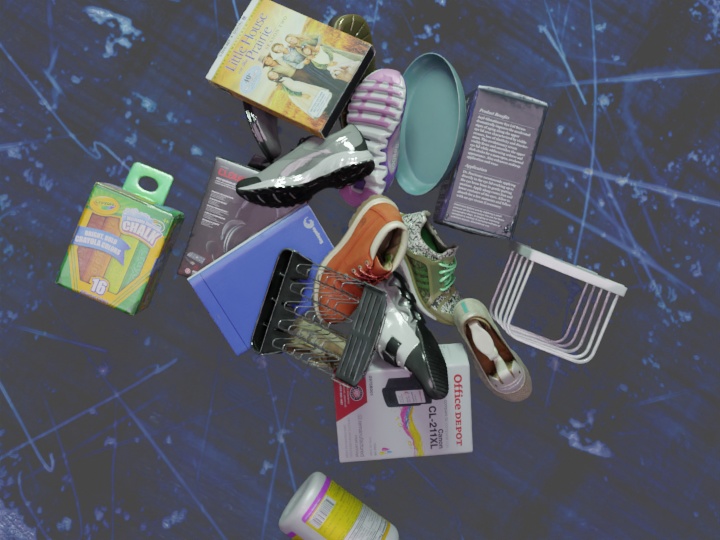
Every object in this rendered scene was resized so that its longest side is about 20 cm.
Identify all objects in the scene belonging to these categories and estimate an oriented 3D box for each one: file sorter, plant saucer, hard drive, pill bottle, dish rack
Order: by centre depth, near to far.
[{"bbox_3d":[-0.053,0.067,1.478,0.054,0.200,0.154,13,96,-45],"label":"dish rack"},{"bbox_3d":[0.097,-0.206,1.552,0.027,0.200,0.201,4,94,-27],"label":"plant saucer"},{"bbox_3d":[-0.127,0.013,1.556,0.200,0.025,0.132,-33,106,-8],"label":"hard drive"},{"bbox_3d":[0.271,0.045,1.558,0.138,0.200,0.125,21,95,-2],"label":"file sorter"},{"bbox_3d":[-0.015,0.396,1.620,0.200,0.104,0.104,37,92,-3],"label":"pill bottle"}]

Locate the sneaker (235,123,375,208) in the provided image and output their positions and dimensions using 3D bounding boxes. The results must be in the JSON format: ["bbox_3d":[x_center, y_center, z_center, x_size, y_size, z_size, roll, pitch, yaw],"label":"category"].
[{"bbox_3d":[-0.081,-0.144,1.530,0.199,0.074,0.080,-18,70,8],"label":"sneaker"}]

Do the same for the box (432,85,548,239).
[{"bbox_3d":[0.183,-0.152,1.570,0.104,0.148,0.201,14,92,-3],"label":"box"}]

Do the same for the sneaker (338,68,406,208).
[{"bbox_3d":[0.026,-0.190,1.568,0.080,0.088,0.201,20,108,22],"label":"sneaker"}]

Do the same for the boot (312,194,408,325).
[{"bbox_3d":[0.000,0.000,1.517,0.075,0.107,0.201,21,106,-27],"label":"boot"}]

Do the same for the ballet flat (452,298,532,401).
[{"bbox_3d":[0.193,0.130,1.601,0.067,0.062,0.200,-33,113,8],"label":"ballet flat"}]

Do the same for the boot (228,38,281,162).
[{"bbox_3d":[-0.107,-0.266,1.580,0.131,0.070,0.201,-15,81,0],"label":"boot"}]

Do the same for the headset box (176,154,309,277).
[{"bbox_3d":[-0.164,-0.067,1.603,0.148,0.077,0.201,20,94,-3],"label":"headset box"}]

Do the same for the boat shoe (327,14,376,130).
[{"bbox_3d":[-0.011,-0.275,1.600,0.072,0.066,0.202,-17,114,-20],"label":"boat shoe"}]

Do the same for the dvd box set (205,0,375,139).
[{"bbox_3d":[-0.099,-0.287,1.526,0.200,0.029,0.147,28,82,20],"label":"dvd box set"}]

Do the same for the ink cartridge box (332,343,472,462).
[{"bbox_3d":[0.062,0.193,1.606,0.199,0.083,0.146,-5,107,-1],"label":"ink cartridge box"}]

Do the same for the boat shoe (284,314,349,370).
[{"bbox_3d":[-0.056,0.110,1.566,0.073,0.200,0.063,28,85,-34],"label":"boat shoe"}]

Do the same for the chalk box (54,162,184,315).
[{"bbox_3d":[-0.335,-0.054,1.576,0.124,0.124,0.201,22,93,-3],"label":"chalk box"}]

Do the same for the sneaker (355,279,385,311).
[{"bbox_3d":[0.007,0.024,1.615,0.090,0.067,0.201,-20,97,-5],"label":"sneaker"}]

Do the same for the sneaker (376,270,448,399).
[{"bbox_3d":[0.057,0.106,1.538,0.088,0.074,0.200,-33,59,15],"label":"sneaker"}]

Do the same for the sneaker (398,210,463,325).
[{"bbox_3d":[0.110,-0.005,1.585,0.088,0.077,0.200,-19,113,42],"label":"sneaker"}]
